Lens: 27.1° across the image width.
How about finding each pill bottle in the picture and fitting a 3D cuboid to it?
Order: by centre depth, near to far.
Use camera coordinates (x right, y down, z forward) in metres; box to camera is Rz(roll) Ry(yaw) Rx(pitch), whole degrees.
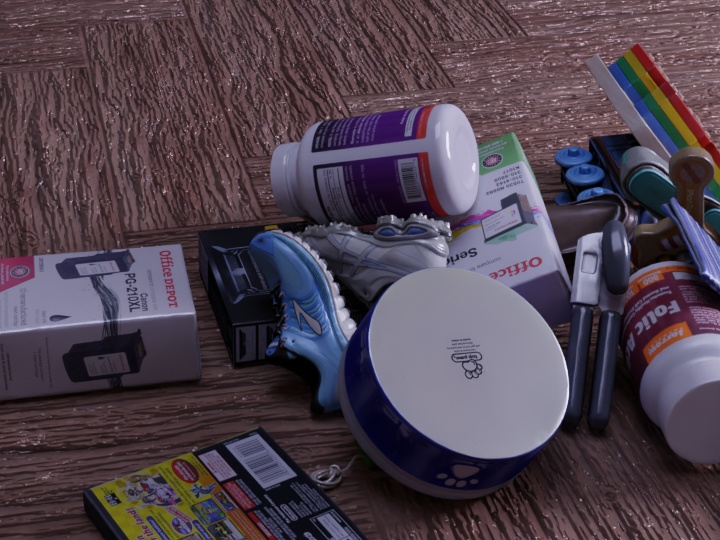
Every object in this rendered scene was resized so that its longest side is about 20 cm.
[{"bbox_3d":[0.313,0.087,1.429,0.114,0.115,0.200,-1,30,-4],"label":"pill bottle"},{"bbox_3d":[0.014,-0.103,1.525,0.199,0.113,0.113,-5,27,23],"label":"pill bottle"}]

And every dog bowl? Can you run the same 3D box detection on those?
[{"bbox_3d":[0.084,0.099,1.348,0.199,0.079,0.201,11,54,-16],"label":"dog bowl"}]

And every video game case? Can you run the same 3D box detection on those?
[{"bbox_3d":[-0.113,0.220,1.274,0.180,0.026,0.200,-17,36,-29],"label":"video game case"}]

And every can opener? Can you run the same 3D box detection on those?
[{"bbox_3d":[0.227,0.049,1.438,0.053,0.067,0.201,7,68,7],"label":"can opener"}]

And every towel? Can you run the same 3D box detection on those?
[{"bbox_3d":[0.377,0.027,1.497,0.024,0.200,0.145,-39,28,18],"label":"towel"}]

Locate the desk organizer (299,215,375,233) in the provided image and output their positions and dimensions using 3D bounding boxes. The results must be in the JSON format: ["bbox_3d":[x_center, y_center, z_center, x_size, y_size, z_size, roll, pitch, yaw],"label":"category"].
[{"bbox_3d":[0.015,-0.090,1.683,0.072,0.077,0.200,29,19,35],"label":"desk organizer"}]

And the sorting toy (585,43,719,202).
[{"bbox_3d":[0.371,-0.159,1.767,0.070,0.199,0.200,-37,29,13],"label":"sorting toy"}]

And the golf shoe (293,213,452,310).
[{"bbox_3d":[0.000,0.000,1.501,0.199,0.098,0.078,-5,-10,41],"label":"golf shoe"}]

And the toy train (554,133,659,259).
[{"bbox_3d":[0.295,-0.089,1.744,0.114,0.087,0.200,-8,31,-4],"label":"toy train"}]

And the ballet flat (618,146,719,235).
[{"bbox_3d":[0.362,-0.068,1.651,0.200,0.067,0.064,38,25,-21],"label":"ballet flat"}]

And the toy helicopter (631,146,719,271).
[{"bbox_3d":[0.354,-0.045,1.571,0.132,0.201,0.079,2,43,10],"label":"toy helicopter"}]

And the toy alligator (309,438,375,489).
[{"bbox_3d":[0.035,0.143,1.381,0.200,0.054,0.059,-21,37,-33],"label":"toy alligator"}]

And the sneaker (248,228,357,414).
[{"bbox_3d":[-0.059,0.050,1.450,0.090,0.078,0.200,-26,75,-18],"label":"sneaker"}]

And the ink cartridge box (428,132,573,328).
[{"bbox_3d":[0.126,-0.025,1.543,0.144,0.084,0.200,-21,49,10],"label":"ink cartridge box"}]

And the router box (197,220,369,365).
[{"bbox_3d":[-0.079,0.018,1.589,0.157,0.052,0.200,-6,31,-14],"label":"router box"}]

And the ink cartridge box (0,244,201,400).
[{"bbox_3d":[-0.267,0.049,1.498,0.199,0.085,0.145,-5,32,-11],"label":"ink cartridge box"}]

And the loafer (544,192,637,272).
[{"bbox_3d":[0.204,-0.036,1.620,0.199,0.071,0.073,-21,53,3],"label":"loafer"}]
